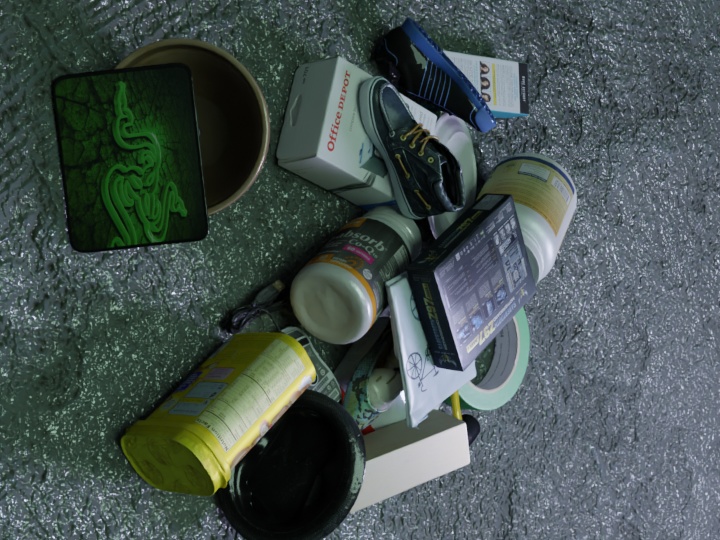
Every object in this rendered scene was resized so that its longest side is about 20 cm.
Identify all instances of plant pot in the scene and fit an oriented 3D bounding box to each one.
[{"bbox_3d":[-0.200,-0.162,1.354,0.093,0.200,0.202,-62,145,-85],"label":"plant pot"}]

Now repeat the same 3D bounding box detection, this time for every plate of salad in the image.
[{"bbox_3d":[0.124,-0.132,1.718,0.200,0.048,0.201,3,90,-65],"label":"plate of salad"}]

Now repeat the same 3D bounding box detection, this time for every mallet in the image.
[{"bbox_3d":[0.138,0.165,1.668,0.066,0.041,0.201,-28,120,-50],"label":"mallet"}]

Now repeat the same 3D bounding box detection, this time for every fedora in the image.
[{"bbox_3d":[-0.079,0.248,1.460,0.092,0.199,0.202,36,59,-74],"label":"fedora"}]

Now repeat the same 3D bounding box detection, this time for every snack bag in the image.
[{"bbox_3d":[0.097,0.084,1.558,0.188,0.021,0.201,-30,115,-52],"label":"snack bag"}]

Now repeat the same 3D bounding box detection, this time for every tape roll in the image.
[{"bbox_3d":[0.176,0.109,1.762,0.200,0.048,0.202,3,85,-43],"label":"tape roll"}]

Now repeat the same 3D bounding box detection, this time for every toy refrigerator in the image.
[{"bbox_3d":[0.045,0.257,1.578,0.199,0.076,0.070,-17,108,-30],"label":"toy refrigerator"}]

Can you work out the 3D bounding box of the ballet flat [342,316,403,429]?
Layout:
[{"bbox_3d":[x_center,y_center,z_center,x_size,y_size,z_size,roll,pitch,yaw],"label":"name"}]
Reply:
[{"bbox_3d":[0.042,0.126,1.558,0.074,0.074,0.201,46,59,-32],"label":"ballet flat"}]

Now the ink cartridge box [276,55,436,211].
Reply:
[{"bbox_3d":[-0.002,-0.177,1.580,0.200,0.086,0.147,24,71,-42],"label":"ink cartridge box"}]

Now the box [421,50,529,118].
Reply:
[{"bbox_3d":[0.175,-0.280,1.778,0.199,0.049,0.083,-1,89,-44],"label":"box"}]

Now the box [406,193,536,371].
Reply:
[{"bbox_3d":[0.151,0.013,1.555,0.200,0.051,0.158,-42,124,-37],"label":"box"}]

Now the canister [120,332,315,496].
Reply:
[{"bbox_3d":[-0.161,0.162,1.369,0.200,0.148,0.087,-46,118,-37],"label":"canister"}]

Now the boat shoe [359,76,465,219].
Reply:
[{"bbox_3d":[0.073,-0.165,1.528,0.071,0.091,0.201,-37,112,-39],"label":"boat shoe"}]

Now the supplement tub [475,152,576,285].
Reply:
[{"bbox_3d":[0.231,-0.066,1.730,0.145,0.144,0.200,59,38,-24],"label":"supplement tub"}]

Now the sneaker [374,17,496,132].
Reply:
[{"bbox_3d":[0.106,-0.262,1.664,0.200,0.078,0.070,47,17,-7],"label":"sneaker"}]

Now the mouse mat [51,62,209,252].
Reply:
[{"bbox_3d":[-0.257,-0.126,1.310,0.008,0.160,0.201,-69,153,-85],"label":"mouse mat"}]

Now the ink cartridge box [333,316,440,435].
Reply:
[{"bbox_3d":[0.023,0.189,1.611,0.160,0.047,0.200,54,52,-28],"label":"ink cartridge box"}]

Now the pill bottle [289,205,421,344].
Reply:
[{"bbox_3d":[0.000,0.000,1.536,0.200,0.116,0.117,-49,121,-50],"label":"pill bottle"}]

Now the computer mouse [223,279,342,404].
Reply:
[{"bbox_3d":[-0.093,0.115,1.509,0.110,0.044,0.201,-44,112,-42],"label":"computer mouse"}]
